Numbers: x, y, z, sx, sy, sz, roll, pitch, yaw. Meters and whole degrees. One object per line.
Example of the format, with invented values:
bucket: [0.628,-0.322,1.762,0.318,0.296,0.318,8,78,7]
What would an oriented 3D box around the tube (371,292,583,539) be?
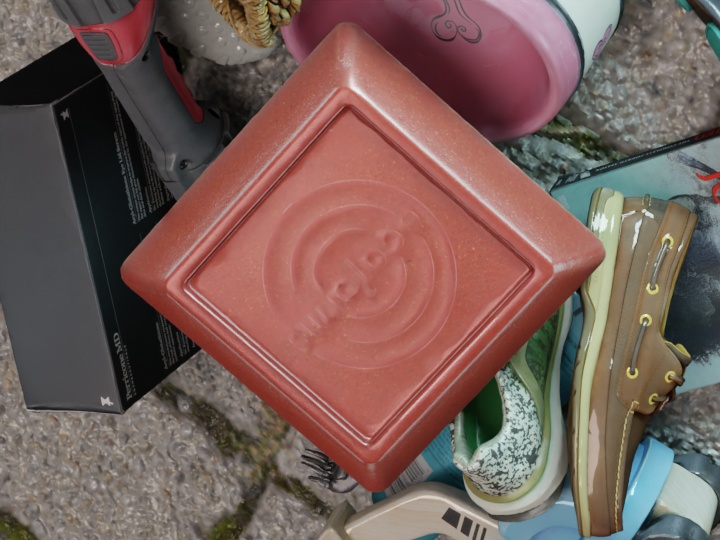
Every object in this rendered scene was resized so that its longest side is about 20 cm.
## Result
tube: [0.079,0.086,1.829,0.077,0.050,0.200,47,123,13]

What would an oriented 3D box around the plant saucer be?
plant saucer: [0.000,0.000,1.659,0.200,0.037,0.200,41,104,-9]

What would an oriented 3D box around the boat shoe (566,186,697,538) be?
boat shoe: [0.155,0.054,1.706,0.067,0.072,0.201,5,88,4]

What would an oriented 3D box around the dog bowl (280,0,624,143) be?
dog bowl: [0.043,-0.146,1.667,0.200,0.074,0.200,15,151,8]

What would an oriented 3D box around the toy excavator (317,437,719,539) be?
toy excavator: [0.097,0.157,1.802,0.200,0.100,0.195,33,122,0]

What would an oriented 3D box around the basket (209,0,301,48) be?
basket: [-0.094,-0.235,1.572,0.149,0.143,0.200,-47,66,16]

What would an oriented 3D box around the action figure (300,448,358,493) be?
action figure: [-0.009,0.035,1.809,0.102,0.119,0.200,9,125,2]

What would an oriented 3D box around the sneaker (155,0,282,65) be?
sneaker: [-0.119,-0.205,1.785,0.200,0.081,0.076,41,131,-20]

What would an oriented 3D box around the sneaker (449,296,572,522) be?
sneaker: [0.077,0.041,1.744,0.077,0.089,0.201,-14,67,22]

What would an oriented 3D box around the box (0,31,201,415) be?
box: [-0.162,-0.030,1.842,0.079,0.141,0.201,-1,111,27]

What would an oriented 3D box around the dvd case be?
dvd case: [0.222,-0.012,1.726,0.200,0.022,0.146,-17,104,31]

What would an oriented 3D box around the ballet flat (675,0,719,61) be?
ballet flat: [0.205,-0.152,1.644,0.073,0.073,0.200,-42,84,34]

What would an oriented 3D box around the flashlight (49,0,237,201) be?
flashlight: [-0.123,-0.123,1.775,0.068,0.068,0.200,-31,137,0]
